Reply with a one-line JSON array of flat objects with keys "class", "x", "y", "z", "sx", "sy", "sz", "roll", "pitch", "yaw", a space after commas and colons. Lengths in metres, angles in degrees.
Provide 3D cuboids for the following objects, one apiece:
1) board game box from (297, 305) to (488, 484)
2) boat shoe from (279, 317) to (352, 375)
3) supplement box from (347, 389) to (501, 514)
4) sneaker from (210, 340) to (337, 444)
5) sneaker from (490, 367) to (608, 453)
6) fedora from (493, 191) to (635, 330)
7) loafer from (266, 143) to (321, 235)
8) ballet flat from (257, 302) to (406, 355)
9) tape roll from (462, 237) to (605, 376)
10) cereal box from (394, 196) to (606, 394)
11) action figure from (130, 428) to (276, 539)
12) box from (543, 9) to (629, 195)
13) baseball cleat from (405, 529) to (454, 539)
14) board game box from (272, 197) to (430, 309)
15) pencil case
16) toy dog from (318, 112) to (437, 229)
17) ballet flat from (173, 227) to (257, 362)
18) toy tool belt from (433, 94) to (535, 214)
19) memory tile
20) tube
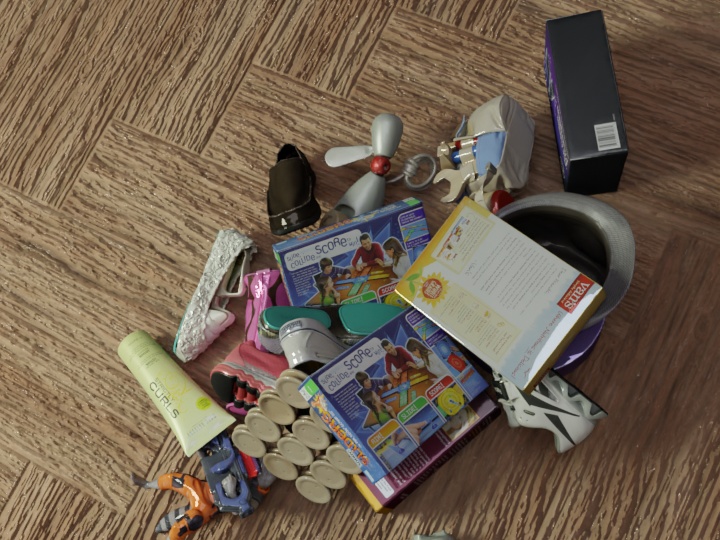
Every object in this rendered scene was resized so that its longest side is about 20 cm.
[{"class": "board game box", "x": 0.042, "y": 0.133, "z": 1.029, "sx": 0.200, "sy": 0.034, "sz": 0.135, "roll": -31, "pitch": 77, "yaw": -41}, {"class": "boat shoe", "x": -0.024, "y": 0.127, "z": 1.083, "sx": 0.071, "sy": 0.200, "sz": 0.070, "roll": -27, "pitch": 51, "yaw": 18}, {"class": "supplement box", "x": 0.069, "y": 0.201, "z": 1.141, "sx": 0.200, "sy": 0.086, "sz": 0.110, "roll": -40, "pitch": 71, "yaw": -2}, {"class": "sneaker", "x": -0.080, "y": 0.145, "z": 1.108, "sx": 0.200, "sy": 0.074, "sz": 0.087, "roll": 26, "pitch": 48, "yaw": 6}, {"class": "sneaker", "x": 0.187, "y": 0.137, "z": 1.061, "sx": 0.200, "sy": 0.074, "sz": 0.089, "roll": 41, "pitch": 96, "yaw": 5}, {"class": "fedora", "x": 0.230, "y": 0.000, "z": 1.077, "sx": 0.200, "sy": 0.090, "sz": 0.177, "roll": -1, "pitch": 71, "yaw": 22}, {"class": "loafer", "x": -0.100, "y": -0.113, "z": 1.215, "sx": 0.073, "sy": 0.071, "sz": 0.200, "roll": -20, "pitch": 29, "yaw": 4}, {"class": "ballet flat", "x": -0.033, "y": 0.078, "z": 1.130, "sx": 0.200, "sy": 0.072, "sz": 0.072, "roll": 1, "pitch": 73, "yaw": -16}, {"class": "tape roll", "x": 0.215, "y": 0.042, "z": 1.161, "sx": 0.200, "sy": 0.085, "sz": 0.200, "roll": -3, "pitch": 73, "yaw": 10}, {"class": "cereal box", "x": 0.156, "y": 0.026, "z": 1.024, "sx": 0.200, "sy": 0.040, "sz": 0.144, "roll": 39, "pitch": 90, "yaw": 28}, {"class": "action figure", "x": -0.199, "y": 0.273, "z": 1.187, "sx": 0.193, "sy": 0.105, "sz": 0.200, "roll": -19, "pitch": 44, "yaw": -2}, {"class": "box", "x": 0.294, "y": -0.216, "z": 1.189, "sx": 0.079, "sy": 0.141, "sz": 0.200, "roll": -9, "pitch": 73, "yaw": 10}, {"class": "baseball cleat", "x": 0.026, "y": 0.383, "z": 1.107, "sx": 0.200, "sy": 0.070, "sz": 0.107, "roll": -14, "pitch": 72, "yaw": 7}, {"class": "board game box", "x": 0.000, "y": 0.000, "z": 1.173, "sx": 0.200, "sy": 0.034, "sz": 0.136, "roll": -19, "pitch": 109, "yaw": -12}, {"class": "pencil case", "x": -0.129, "y": 0.094, "z": 1.204, "sx": 0.091, "sy": 0.094, "sz": 0.200, "roll": -4, "pitch": 71, "yaw": 25}, {"class": "toy dog", "x": 0.001, "y": -0.113, "z": 1.243, "sx": 0.096, "sy": 0.132, "sz": 0.200, "roll": 18, "pitch": 70, "yaw": 54}, {"class": "ballet flat", "x": -0.197, "y": 0.036, "z": 1.245, "sx": 0.072, "sy": 0.072, "sz": 0.200, "roll": 16, "pitch": 80, "yaw": 14}, {"class": "toy tool belt", "x": 0.159, "y": -0.133, "z": 1.205, "sx": 0.123, "sy": 0.125, "sz": 0.200, "roll": -14, "pitch": 50, "yaw": 41}, {"class": "memory tile", "x": -0.066, "y": 0.202, "z": 1.076, "sx": 0.153, "sy": 0.200, "sz": 0.017, "roll": 36, "pitch": 47, "yaw": -4}, {"class": "tube", "x": -0.254, "y": 0.159, "z": 1.212, "sx": 0.200, "sy": 0.052, "sz": 0.058, "roll": 43, "pitch": 109, "yaw": 30}]
